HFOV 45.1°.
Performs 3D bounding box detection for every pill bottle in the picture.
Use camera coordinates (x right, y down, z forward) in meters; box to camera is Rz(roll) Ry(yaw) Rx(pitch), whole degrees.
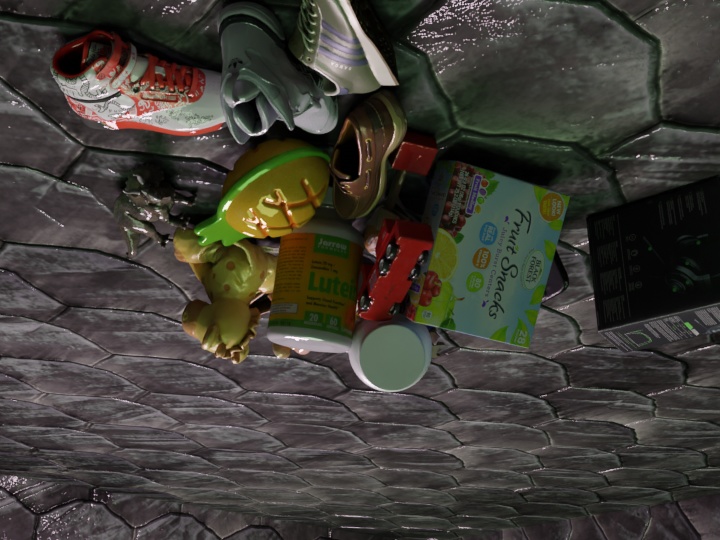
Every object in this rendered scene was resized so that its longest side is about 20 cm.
[{"bbox_3d":[-0.054,-0.002,1.122,0.110,0.202,0.111,7,168,2],"label":"pill bottle"},{"bbox_3d":[0.039,0.099,1.173,0.111,0.114,0.200,1,-174,0],"label":"pill bottle"}]

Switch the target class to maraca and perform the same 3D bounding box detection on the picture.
[{"bbox_3d":[-0.118,-0.087,1.055,0.199,0.108,0.137,-37,158,28],"label":"maraca"}]

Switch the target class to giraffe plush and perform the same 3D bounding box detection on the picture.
[{"bbox_3d":[-0.186,0.043,1.219,0.172,0.164,0.199,23,168,-40],"label":"giraffe plush"}]

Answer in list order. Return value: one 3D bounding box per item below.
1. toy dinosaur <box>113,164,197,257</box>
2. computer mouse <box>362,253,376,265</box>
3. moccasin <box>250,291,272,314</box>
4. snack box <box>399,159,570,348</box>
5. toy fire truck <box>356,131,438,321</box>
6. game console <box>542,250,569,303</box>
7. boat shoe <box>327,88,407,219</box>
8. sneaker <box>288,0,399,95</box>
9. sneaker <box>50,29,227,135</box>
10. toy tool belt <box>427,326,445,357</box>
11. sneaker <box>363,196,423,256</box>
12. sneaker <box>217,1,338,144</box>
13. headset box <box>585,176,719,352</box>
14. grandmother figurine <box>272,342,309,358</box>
[{"bbox_3d":[-0.284,-0.083,1.154,0.102,0.078,0.199,29,149,-23],"label":"toy dinosaur"},{"bbox_3d":[0.000,0.000,1.214,0.199,0.044,0.109,25,175,42],"label":"computer mouse"},{"bbox_3d":[-0.118,0.031,1.345,0.200,0.079,0.073,-16,149,30],"label":"moccasin"},{"bbox_3d":[0.155,-0.020,1.089,0.167,0.202,0.068,14,-176,-20],"label":"snack box"},{"bbox_3d":[0.042,-0.051,1.056,0.048,0.142,0.201,10,134,-18],"label":"toy fire truck"},{"bbox_3d":[0.164,-0.008,1.219,0.118,0.174,0.200,-14,166,-35],"label":"game console"},{"bbox_3d":[-0.008,-0.126,1.007,0.067,0.072,0.201,-26,158,-27],"label":"boat shoe"},{"bbox_3d":[-0.032,-0.229,0.827,0.089,0.068,0.200,-13,154,16],"label":"sneaker"},{"bbox_3d":[-0.220,-0.197,0.904,0.199,0.068,0.108,0,156,8],"label":"sneaker"},{"bbox_3d":[0.065,0.104,1.334,0.123,0.202,0.123,12,-165,-16],"label":"toy tool belt"},{"bbox_3d":[0.103,-0.033,1.164,0.199,0.088,0.076,30,147,-16],"label":"sneaker"},{"bbox_3d":[-0.085,-0.171,0.895,0.074,0.116,0.200,-10,152,23],"label":"sneaker"},{"bbox_3d":[0.413,-0.006,1.139,0.199,0.176,0.092,-19,147,33],"label":"headset box"},{"bbox_3d":[-0.058,0.068,1.326,0.121,0.061,0.200,-33,174,-43],"label":"grandmother figurine"}]
